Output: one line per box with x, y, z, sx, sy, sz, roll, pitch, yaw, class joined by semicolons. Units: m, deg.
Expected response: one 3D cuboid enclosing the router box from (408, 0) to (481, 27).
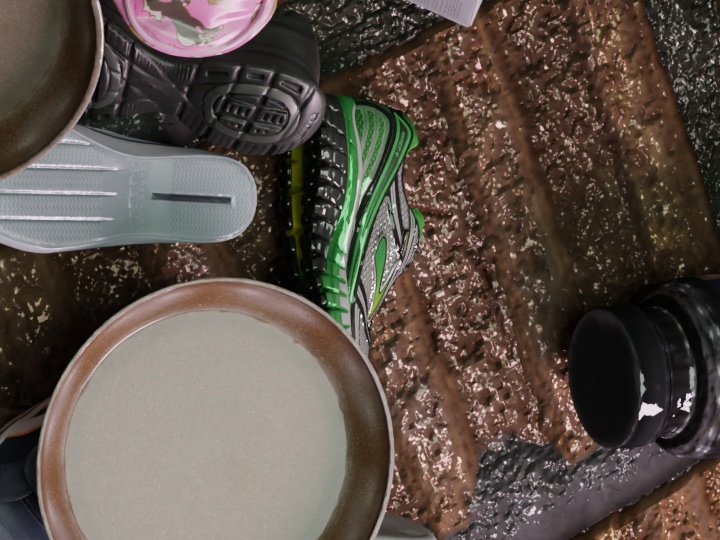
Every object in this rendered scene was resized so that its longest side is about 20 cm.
0.082;-0.247;1.602;0.049;0.200;0.180;24;76;3;router box

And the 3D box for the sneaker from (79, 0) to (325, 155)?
-0.115;-0.126;1.610;0.200;0.091;0.076;17;131;-11;sneaker

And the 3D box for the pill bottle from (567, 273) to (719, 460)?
0.233;0.056;1.795;0.200;0.112;0.112;-5;102;-26;pill bottle

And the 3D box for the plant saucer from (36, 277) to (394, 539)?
-0.080;0.103;1.596;0.200;0.032;0.201;-2;95;-18;plant saucer

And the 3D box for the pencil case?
-0.104;-0.175;1.528;0.083;0.200;0.087;-32;116;-1;pencil case

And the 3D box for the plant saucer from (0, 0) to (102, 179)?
-0.226;-0.126;1.452;0.200;0.032;0.201;0;129;0;plant saucer

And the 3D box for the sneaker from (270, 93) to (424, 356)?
0.000;0.000;1.686;0.085;0.078;0.201;0;99;-27;sneaker

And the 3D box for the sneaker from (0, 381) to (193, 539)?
-0.145;0.102;1.632;0.200;0.079;0.078;-44;116;-12;sneaker

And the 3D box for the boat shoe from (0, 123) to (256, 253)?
-0.155;-0.043;1.600;0.200;0.067;0.074;11;88;-33;boat shoe

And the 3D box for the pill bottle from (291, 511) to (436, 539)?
-0.030;0.237;1.695;0.114;0.114;0.200;10;95;-28;pill bottle
